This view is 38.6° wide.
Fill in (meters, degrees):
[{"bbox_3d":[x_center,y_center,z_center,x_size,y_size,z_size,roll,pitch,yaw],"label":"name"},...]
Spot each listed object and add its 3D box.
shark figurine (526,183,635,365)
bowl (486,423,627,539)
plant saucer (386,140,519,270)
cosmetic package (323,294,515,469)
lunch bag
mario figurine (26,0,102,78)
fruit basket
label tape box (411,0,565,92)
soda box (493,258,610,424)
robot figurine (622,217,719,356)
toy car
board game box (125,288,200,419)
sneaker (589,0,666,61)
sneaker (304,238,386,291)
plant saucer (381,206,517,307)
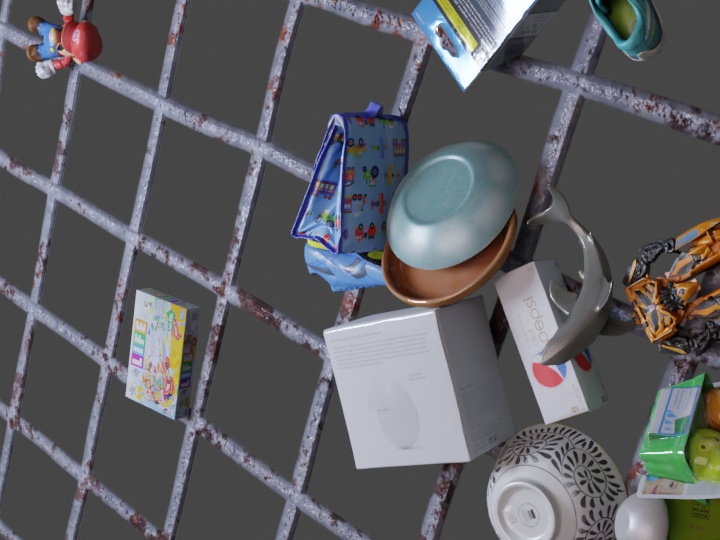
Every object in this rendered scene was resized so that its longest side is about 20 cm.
[{"bbox_3d":[0.278,0.005,1.244,0.128,0.090,0.215,0,78,-5],"label":"shark figurine"},{"bbox_3d":[0.233,0.303,1.322,0.200,0.094,0.201,3,95,38],"label":"bowl"},{"bbox_3d":[0.110,-0.097,1.352,0.201,0.039,0.201,-20,50,26],"label":"plant saucer"},{"bbox_3d":[0.079,0.151,1.401,0.199,0.123,0.200,-12,93,40],"label":"cosmetic package"},{"bbox_3d":[0.003,-0.133,1.425,0.094,0.150,0.200,23,108,35],"label":"lunch bag"},{"bbox_3d":[-0.555,-0.423,1.866,0.200,0.106,0.124,12,136,45],"label":"mario figurine"},{"bbox_3d":[0.413,0.175,1.122,0.200,0.185,0.094,-16,118,41],"label":"fruit basket"},{"bbox_3d":[0.168,-0.351,1.323,0.144,0.063,0.200,60,141,17],"label":"label tape box"},{"bbox_3d":[0.243,0.089,1.312,0.068,0.064,0.200,-26,78,37],"label":"soda box"},{"bbox_3d":[0.394,0.014,1.189,0.200,0.058,0.145,-35,72,34],"label":"robot figurine"},{"bbox_3d":[0.366,0.347,1.193,0.150,0.175,0.200,134,145,-77],"label":"toy car"},{"bbox_3d":[-0.347,0.145,1.803,0.134,0.034,0.200,17,104,37],"label":"board game box"},{"bbox_3d":[0.299,-0.341,1.218,0.077,0.080,0.200,-34,73,35],"label":"sneaker"},{"bbox_3d":[0.000,0.000,1.502,0.200,0.066,0.079,18,117,36],"label":"sneaker"},{"bbox_3d":[0.121,-0.032,1.360,0.200,0.037,0.200,-23,45,24],"label":"plant saucer"}]
